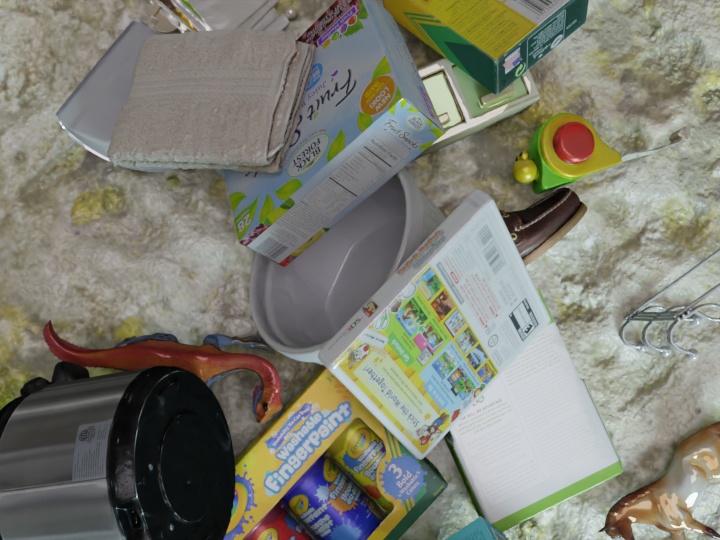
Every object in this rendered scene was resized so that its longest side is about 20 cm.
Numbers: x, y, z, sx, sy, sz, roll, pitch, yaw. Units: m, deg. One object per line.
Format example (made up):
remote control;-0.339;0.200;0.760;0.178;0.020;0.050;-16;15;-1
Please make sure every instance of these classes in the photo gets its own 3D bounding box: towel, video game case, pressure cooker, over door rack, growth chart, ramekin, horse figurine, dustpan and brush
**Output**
towel;-0.140;-0.154;0.773;0.197;0.034;0.134;4;71;27
video game case;0.073;0.055;0.727;0.182;0.200;0.023;-46;50;-6
pressure cooker;-0.227;0.176;0.728;0.197;0.176;0.181;-11;114;18
over door rack;0.358;0.010;0.834;0.067;0.148;0.200;44;87;1
growth chart;-0.161;-0.296;0.862;0.144;0.018;0.201;-36;91;-16
ramekin;0.000;0.000;0.791;0.105;0.199;0.202;30;86;-40
horse figurine;0.353;0.226;0.872;0.132;0.050;0.201;36;94;8
dustpan and brush;-0.183;-0.139;0.857;0.199;0.057;0.140;34;74;4

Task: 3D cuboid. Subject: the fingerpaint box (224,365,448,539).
fingerpaint box;-0.041;0.219;0.838;0.167;0.073;0.200;45;86;-2

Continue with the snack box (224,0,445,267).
snack box;-0.037;-0.131;0.773;0.199;0.067;0.170;-38;48;25

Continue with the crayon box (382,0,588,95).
crayon box;0.109;-0.274;0.838;0.127;0.051;0.200;-39;61;-12

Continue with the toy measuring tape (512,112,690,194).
toy measuring tape;0.243;-0.136;0.875;0.197;0.074;0.075;-19;89;-12

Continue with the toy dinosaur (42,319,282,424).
toy dinosaur;-0.166;0.103;0.793;0.180;0.199;0.107;-12;71;39

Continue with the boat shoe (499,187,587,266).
boat shoe;0.137;-0.024;0.859;0.199;0.070;0.071;-39;95;-4

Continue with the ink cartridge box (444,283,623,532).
ink cartridge box;0.150;0.135;0.854;0.146;0.076;0.202;-24;89;-4

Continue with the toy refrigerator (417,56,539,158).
toy refrigerator;0.073;-0.164;0.860;0.198;0.070;0.077;-23;89;-5

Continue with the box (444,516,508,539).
box;0.054;0.312;0.791;0.199;0.082;0.049;-35;49;7
